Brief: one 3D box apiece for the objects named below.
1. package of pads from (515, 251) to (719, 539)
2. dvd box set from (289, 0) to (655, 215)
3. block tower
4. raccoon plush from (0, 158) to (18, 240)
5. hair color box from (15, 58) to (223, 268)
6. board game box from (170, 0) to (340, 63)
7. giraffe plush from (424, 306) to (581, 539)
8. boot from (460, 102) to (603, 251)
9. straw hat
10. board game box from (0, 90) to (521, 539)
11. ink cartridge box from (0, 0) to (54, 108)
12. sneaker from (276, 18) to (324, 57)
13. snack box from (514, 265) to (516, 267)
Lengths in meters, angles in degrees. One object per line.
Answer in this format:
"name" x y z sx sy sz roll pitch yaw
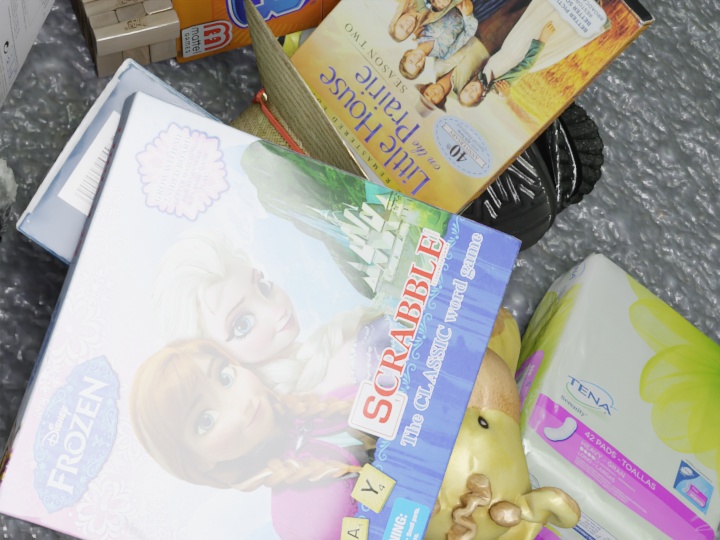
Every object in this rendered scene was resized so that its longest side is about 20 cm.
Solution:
"package of pads" 0.160 0.100 1.204 0.154 0.068 0.201 38 44 -8
"dvd box set" 0.058 -0.134 1.156 0.147 0.200 0.029 49 26 6
"block tower" -0.167 -0.215 1.198 0.054 0.058 0.201 -16 65 -11
"raccoon plush" -0.220 -0.027 0.974 0.096 0.134 0.201 25 47 -16
"hair color box" -0.130 -0.048 1.001 0.060 0.200 0.100 34 86 -9
"board game box" -0.054 -0.288 1.190 0.198 0.200 0.201 -16 64 -12
"giraffe plush" 0.034 0.094 1.017 0.171 0.162 0.202 -18 86 -10
"boot" 0.088 -0.123 1.255 0.158 0.079 0.213 -43 117 -62
"straw hat" -0.044 -0.050 1.044 0.202 0.085 0.201 55 2 -3
"board game box" -0.048 0.046 0.893 0.198 0.041 0.202 19 84 -13
"ink cartridge box" -0.211 -0.198 1.075 0.076 0.137 0.201 17 57 6
"sneaker" -0.006 -0.200 1.301 0.076 0.075 0.201 32 44 -12
"snack box" 0.000 0.000 1.183 0.116 0.037 0.200 51 44 6
